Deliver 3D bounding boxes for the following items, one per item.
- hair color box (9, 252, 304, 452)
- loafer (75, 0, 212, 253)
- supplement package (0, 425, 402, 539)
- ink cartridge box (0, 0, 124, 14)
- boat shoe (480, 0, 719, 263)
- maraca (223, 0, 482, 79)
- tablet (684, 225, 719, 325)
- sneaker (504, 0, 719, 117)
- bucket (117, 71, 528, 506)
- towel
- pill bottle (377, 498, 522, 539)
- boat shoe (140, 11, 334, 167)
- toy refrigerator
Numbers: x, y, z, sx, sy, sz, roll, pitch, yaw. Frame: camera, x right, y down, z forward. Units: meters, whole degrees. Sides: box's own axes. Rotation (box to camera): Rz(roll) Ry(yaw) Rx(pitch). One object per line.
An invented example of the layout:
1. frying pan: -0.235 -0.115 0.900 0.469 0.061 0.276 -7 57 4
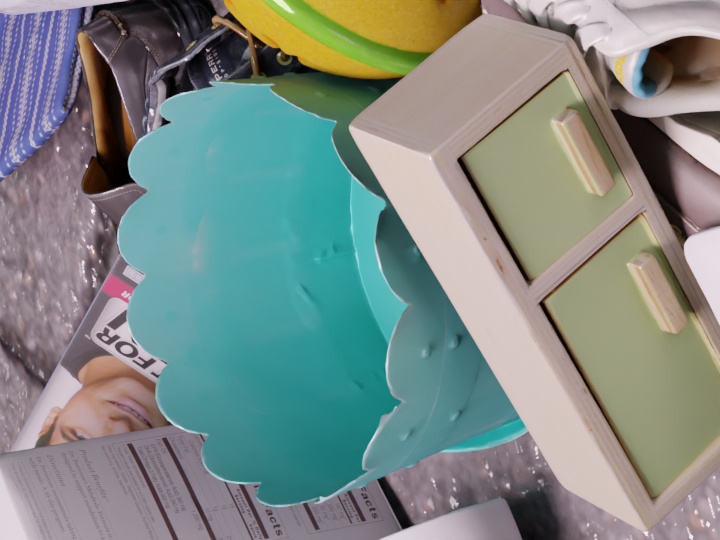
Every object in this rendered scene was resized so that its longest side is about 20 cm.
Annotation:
1. hair color box: -0.105 0.058 1.252 0.099 0.061 0.200 33 132 -1
2. loafer: -0.120 -0.047 1.268 0.073 0.072 0.200 14 113 48
3. supplement package: -0.092 0.150 1.182 0.110 0.200 0.114 62 141 27
4. ink cartridge box: -0.141 -0.218 1.224 0.200 0.050 0.162 1 84 53
5. boat shoe: 0.115 -0.062 0.970 0.200 0.072 0.060 42 128 29
6. maraca: -0.027 -0.161 1.021 0.200 0.137 0.107 42 127 -2
7. tablet: 0.208 0.063 0.889 0.130 0.014 0.200 -18 102 49
8. sneaker: 0.096 -0.111 0.910 0.200 0.081 0.077 19 156 25
9. bucket: 0.000 0.000 1.079 0.207 0.135 0.207 20 116 48
10. towel: -0.202 -0.112 1.340 0.200 0.024 0.145 -33 45 51
11. pill bottle: 0.059 0.214 1.087 0.114 0.114 0.200 -34 74 51
12. boat shoe: -0.038 -0.111 1.129 0.071 0.091 0.200 52 136 28
13. toy refrigerator: 0.084 0.003 0.942 0.070 0.076 0.200 25 151 57
